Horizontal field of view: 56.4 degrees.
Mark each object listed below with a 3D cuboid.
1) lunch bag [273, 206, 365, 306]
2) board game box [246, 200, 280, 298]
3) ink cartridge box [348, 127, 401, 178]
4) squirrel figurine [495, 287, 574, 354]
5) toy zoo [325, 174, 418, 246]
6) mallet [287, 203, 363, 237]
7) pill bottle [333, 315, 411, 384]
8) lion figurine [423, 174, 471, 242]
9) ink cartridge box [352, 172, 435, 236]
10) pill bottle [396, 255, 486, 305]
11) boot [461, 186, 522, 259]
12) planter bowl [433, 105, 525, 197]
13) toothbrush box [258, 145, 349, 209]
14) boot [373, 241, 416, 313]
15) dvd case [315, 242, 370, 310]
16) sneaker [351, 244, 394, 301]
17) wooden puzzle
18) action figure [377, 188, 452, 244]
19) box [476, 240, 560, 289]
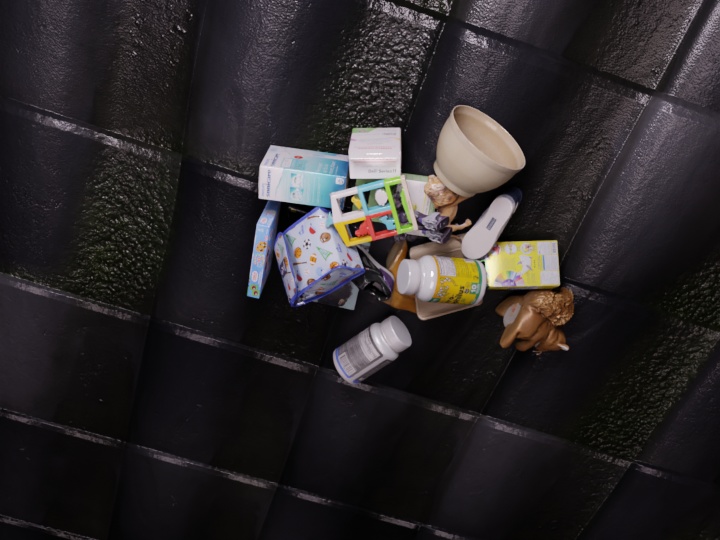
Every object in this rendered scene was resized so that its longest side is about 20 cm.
[{"bbox_3d":[-0.116,-0.028,1.584,0.199,0.171,0.124,-31,156,31],"label":"lunch bag"},{"bbox_3d":[-0.238,-0.056,1.665,0.036,0.152,0.201,13,119,-2],"label":"board game box"},{"bbox_3d":[0.034,-0.257,1.505,0.116,0.200,0.068,0,120,4],"label":"ink cartridge box"},{"bbox_3d":[0.476,0.134,1.737,0.186,0.142,0.200,29,120,-20],"label":"squirrel figurine"},{"bbox_3d":[0.017,-0.128,1.494,0.199,0.021,0.132,-14,119,9],"label":"toy zoo"},{"bbox_3d":[-0.088,-0.118,1.689,0.199,0.041,0.066,15,135,5],"label":"mallet"},{"bbox_3d":[0.033,0.213,1.820,0.200,0.114,0.114,-35,112,21],"label":"pill bottle"},{"bbox_3d":[0.203,-0.138,1.594,0.122,0.072,0.201,-20,125,-26],"label":"lion figurine"},{"bbox_3d":[0.083,-0.168,1.642,0.199,0.048,0.146,7,120,-3],"label":"ink cartridge box"},{"bbox_3d":[0.195,0.022,1.629,0.199,0.113,0.113,5,121,-19],"label":"pill bottle"},{"bbox_3d":[0.324,-0.113,1.634,0.073,0.090,0.200,42,131,9],"label":"boot"},{"bbox_3d":[0.249,-0.251,1.507,0.199,0.201,0.135,30,128,-13],"label":"planter bowl"},{"bbox_3d":[-0.128,-0.219,1.569,0.199,0.147,0.086,7,119,1],"label":"toothbrush box"},{"bbox_3d":[0.130,0.016,1.736,0.143,0.071,0.202,15,122,-12],"label":"boot"},{"bbox_3d":[-0.065,0.002,1.714,0.145,0.022,0.201,13,120,-3],"label":"dvd case"},{"bbox_3d":[0.000,0.000,1.642,0.199,0.088,0.076,33,118,-12],"label":"sneaker"},{"bbox_3d":[0.219,0.013,1.715,0.184,0.037,0.201,-15,113,-11],"label":"wooden puzzle"},{"bbox_3d":[0.115,-0.122,1.571,0.199,0.069,0.131,19,140,33],"label":"action figure"},{"bbox_3d":[0.389,-0.012,1.674,0.198,0.048,0.118,0,79,3],"label":"box"}]
